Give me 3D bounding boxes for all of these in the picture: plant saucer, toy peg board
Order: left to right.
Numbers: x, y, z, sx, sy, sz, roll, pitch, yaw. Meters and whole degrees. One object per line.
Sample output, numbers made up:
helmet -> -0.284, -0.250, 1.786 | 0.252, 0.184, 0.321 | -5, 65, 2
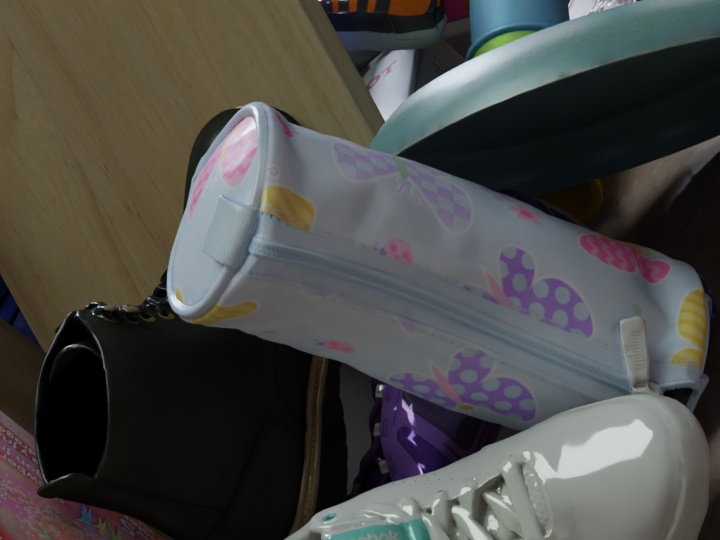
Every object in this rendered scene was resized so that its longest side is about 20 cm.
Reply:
toy peg board -> -0.084, -0.085, 1.152 | 0.199, 0.201, 0.098 | -29, 2, 29
plant saucer -> 0.090, -0.067, 1.009 | 0.199, 0.028, 0.200 | -17, -10, -3

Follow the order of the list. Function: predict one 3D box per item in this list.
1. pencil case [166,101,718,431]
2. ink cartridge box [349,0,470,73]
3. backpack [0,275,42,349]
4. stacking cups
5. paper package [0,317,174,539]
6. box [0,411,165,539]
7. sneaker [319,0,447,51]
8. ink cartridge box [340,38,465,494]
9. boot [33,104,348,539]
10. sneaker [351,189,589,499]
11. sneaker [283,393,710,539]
pencil case -> 0.030, 0.009, 0.942 | 0.083, 0.199, 0.091 | -61, 21, 23
ink cartridge box -> -0.013, -0.096, 1.301 | 0.200, 0.037, 0.095 | -22, -15, -44
backpack -> -0.144, 0.039, 1.324 | 0.163, 0.168, 0.200 | -61, 21, -15
stacking cups -> 0.069, -0.108, 1.185 | 0.060, 0.060, 0.201 | -36, 44, 35
paper package -> -0.161, 0.143, 1.119 | 0.191, 0.200, 0.104 | -46, 20, 10
box -> -0.099, 0.154, 0.962 | 0.103, 0.200, 0.095 | -46, 18, 9
sneaker -> 0.008, -0.172, 1.217 | 0.200, 0.077, 0.113 | -72, -16, -69
ink cartridge box -> 0.000, 0.000, 1.198 | 0.144, 0.085, 0.200 | -39, 24, 28
boot -> -0.068, 0.010, 0.997 | 0.077, 0.138, 0.201 | -25, 59, 30
sneaker -> 0.025, 0.056, 1.043 | 0.201, 0.083, 0.081 | -59, 21, -16
sneaker -> 0.029, 0.098, 0.910 | 0.200, 0.088, 0.076 | -29, 61, 34
